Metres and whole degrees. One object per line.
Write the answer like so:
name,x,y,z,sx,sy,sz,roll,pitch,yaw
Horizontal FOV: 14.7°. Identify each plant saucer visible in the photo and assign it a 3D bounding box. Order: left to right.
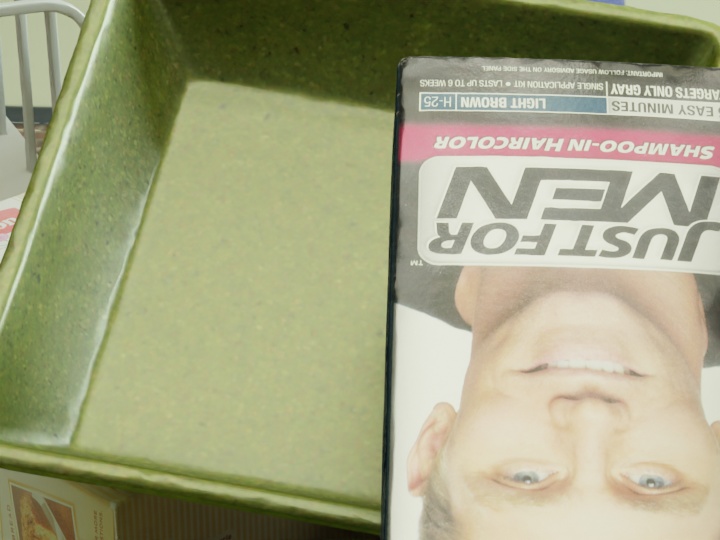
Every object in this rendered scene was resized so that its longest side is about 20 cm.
plant saucer,0.000,0.000,0.826,0.199,0.048,0.200,10,54,6

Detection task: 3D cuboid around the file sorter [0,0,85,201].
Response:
file sorter,-0.194,-0.075,1.126,0.138,0.125,0.200,-10,27,-21

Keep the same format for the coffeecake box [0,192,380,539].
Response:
coffeecake box,-0.081,0.045,0.926,0.153,0.073,0.200,-23,33,-37

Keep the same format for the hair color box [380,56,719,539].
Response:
hair color box,0.055,0.038,0.730,0.099,0.061,0.201,1,54,0

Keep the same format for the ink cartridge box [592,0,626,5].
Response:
ink cartridge box,0.010,-0.063,1.115,0.196,0.047,0.201,1,51,4
